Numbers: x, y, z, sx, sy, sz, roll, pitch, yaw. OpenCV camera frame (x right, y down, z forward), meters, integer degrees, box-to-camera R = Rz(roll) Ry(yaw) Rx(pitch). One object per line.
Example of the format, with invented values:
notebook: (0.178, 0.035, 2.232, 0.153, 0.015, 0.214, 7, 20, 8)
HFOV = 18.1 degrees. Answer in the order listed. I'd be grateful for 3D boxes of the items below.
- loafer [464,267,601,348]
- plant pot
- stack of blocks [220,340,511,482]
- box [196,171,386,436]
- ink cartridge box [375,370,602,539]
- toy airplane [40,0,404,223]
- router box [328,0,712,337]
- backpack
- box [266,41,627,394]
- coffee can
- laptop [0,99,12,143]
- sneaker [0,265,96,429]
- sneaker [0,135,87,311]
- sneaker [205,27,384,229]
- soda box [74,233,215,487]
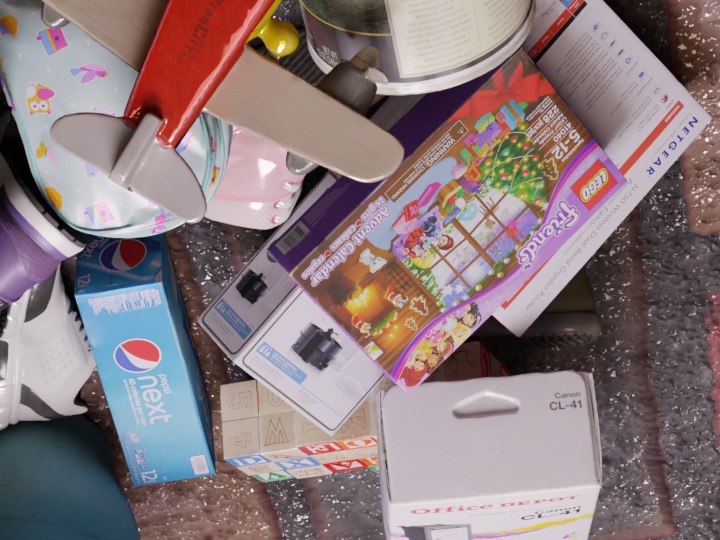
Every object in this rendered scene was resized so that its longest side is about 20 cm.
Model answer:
loafer: (0.073, 0.018, 1.620, 0.199, 0.070, 0.075, 1, 167, 7)
plant pot: (-0.249, 0.206, 1.668, 0.199, 0.188, 0.200, -2, 132, -2)
stack of blocks: (0.010, 0.110, 1.660, 0.199, 0.059, 0.115, -10, 160, 15)
box: (0.000, 0.000, 1.531, 0.200, 0.060, 0.117, -48, 130, 0)
ink cartridge box: (0.086, 0.142, 1.555, 0.147, 0.086, 0.200, -6, 161, 0)
toy airplane: (-0.088, -0.128, 1.284, 0.199, 0.141, 0.201, -14, 105, 14)
router box: (0.106, -0.083, 1.474, 0.200, 0.049, 0.179, -48, 127, 2)
backpack: (-0.155, -0.121, 1.395, 0.166, 0.127, 0.201, -11, 107, 11)
box: (0.057, -0.035, 1.417, 0.200, 0.039, 0.137, -44, 127, 0)
coffee can: (0.021, -0.226, 1.332, 0.146, 0.147, 0.200, -10, 132, 4)
laptop: (-0.285, -0.031, 1.342, 0.103, 0.200, 0.178, 6, 107, -57)
sneaker: (-0.223, 0.034, 1.604, 0.080, 0.074, 0.200, -1, 139, -15)
sneaker: (-0.239, -0.030, 1.450, 0.088, 0.200, 0.076, -45, 109, 2)
sneaker: (-0.044, -0.092, 1.494, 0.200, 0.075, 0.105, -18, 127, 21)
soda box: (-0.154, 0.063, 1.629, 0.064, 0.068, 0.200, -9, 132, 2)
